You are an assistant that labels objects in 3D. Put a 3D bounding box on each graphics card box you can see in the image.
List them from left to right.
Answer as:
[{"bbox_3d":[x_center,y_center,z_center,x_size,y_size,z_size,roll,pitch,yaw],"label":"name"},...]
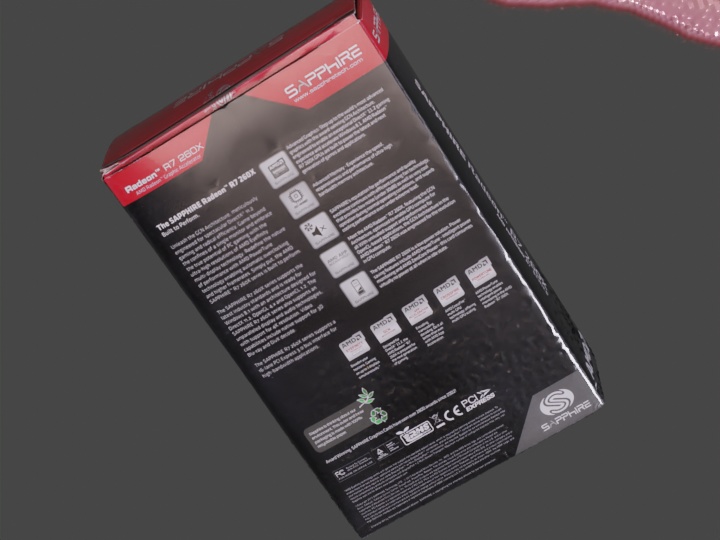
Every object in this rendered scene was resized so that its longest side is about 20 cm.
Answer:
[{"bbox_3d":[0.000,0.000,0.821,0.125,0.051,0.201,-31,110,12],"label":"graphics card box"}]
